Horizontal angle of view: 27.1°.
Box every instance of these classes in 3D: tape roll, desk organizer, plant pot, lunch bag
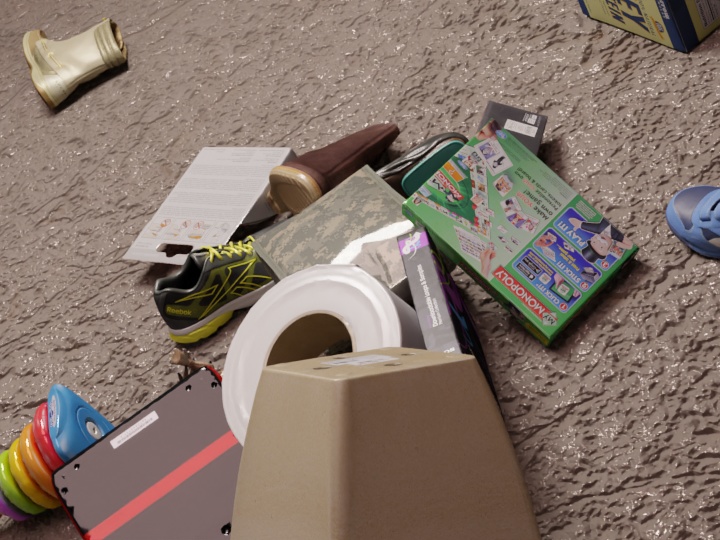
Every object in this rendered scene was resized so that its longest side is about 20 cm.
[{"bbox_3d":[-0.031,0.097,1.402,0.201,0.071,0.204,-16,58,28],"label":"tape roll"},{"bbox_3d":[0.149,-0.104,1.617,0.071,0.078,0.200,16,31,5],"label":"desk organizer"},{"bbox_3d":[0.013,0.160,1.214,0.198,0.179,0.199,-7,5,-30],"label":"plant pot"},{"bbox_3d":[0.000,0.000,1.573,0.163,0.118,0.200,-34,31,-5],"label":"lunch bag"}]

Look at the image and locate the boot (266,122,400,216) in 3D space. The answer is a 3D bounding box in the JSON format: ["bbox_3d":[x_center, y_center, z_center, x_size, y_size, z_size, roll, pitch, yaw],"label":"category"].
[{"bbox_3d":[-0.026,-0.129,1.738,0.166,0.073,0.200,-35,8,-11],"label":"boot"}]

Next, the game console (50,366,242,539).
[{"bbox_3d":[-0.181,0.215,1.453,0.199,0.031,0.177,-35,67,-5],"label":"game console"}]

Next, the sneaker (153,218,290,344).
[{"bbox_3d":[-0.149,0.000,1.711,0.200,0.085,0.074,-40,37,-11],"label":"sneaker"}]

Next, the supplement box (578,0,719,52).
[{"bbox_3d":[0.368,-0.388,1.745,0.199,0.135,0.200,-39,36,-11],"label":"supplement box"}]

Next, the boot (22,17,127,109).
[{"bbox_3d":[-0.451,-0.351,2.364,0.155,0.073,0.200,-31,37,2],"label":"boot"}]

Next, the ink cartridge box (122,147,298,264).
[{"bbox_3d":[-0.181,-0.070,1.857,0.160,0.050,0.201,5,53,40],"label":"ink cartridge box"}]

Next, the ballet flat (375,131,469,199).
[{"bbox_3d":[0.039,-0.092,1.702,0.199,0.068,0.068,-31,24,-2],"label":"ballet flat"}]

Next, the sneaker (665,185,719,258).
[{"bbox_3d":[0.361,-0.051,1.395,0.074,0.082,0.200,-44,35,-15],"label":"sneaker"}]

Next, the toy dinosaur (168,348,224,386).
[{"bbox_3d":[-0.126,0.123,1.561,0.198,0.136,0.087,-9,81,-2],"label":"toy dinosaur"}]

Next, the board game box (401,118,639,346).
[{"bbox_3d":[0.157,-0.040,1.479,0.134,0.029,0.200,-43,75,-14],"label":"board game box"}]

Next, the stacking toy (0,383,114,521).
[{"bbox_3d":[-0.358,0.225,1.602,0.199,0.110,0.116,-36,36,14],"label":"stacking toy"}]

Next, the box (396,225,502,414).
[{"bbox_3d":[0.089,0.070,1.400,0.036,0.143,0.201,-22,37,9],"label":"box"}]
